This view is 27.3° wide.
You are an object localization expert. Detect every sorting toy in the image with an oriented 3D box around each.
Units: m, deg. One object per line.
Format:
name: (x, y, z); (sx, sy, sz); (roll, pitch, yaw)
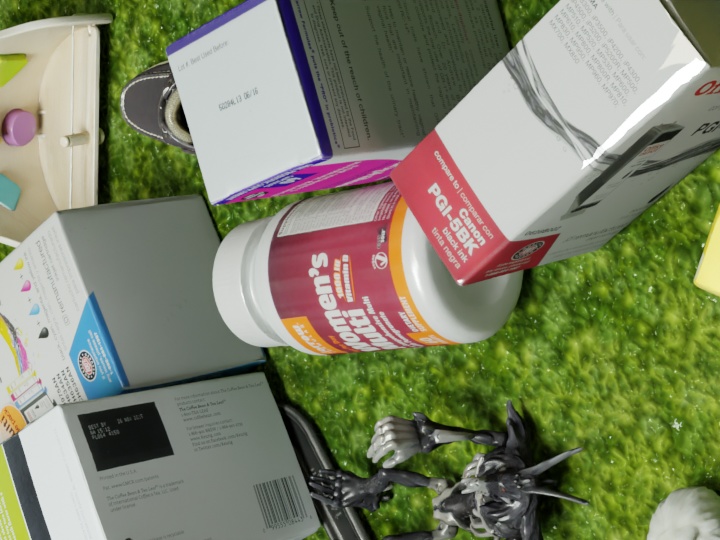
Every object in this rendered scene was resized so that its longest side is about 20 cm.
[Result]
sorting toy: (-0.299, -0.109, 1.191); (0.107, 0.180, 0.200); (15, 107, 40)

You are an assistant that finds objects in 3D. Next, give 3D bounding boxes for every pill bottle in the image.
pill bottle: (0.000, 0.000, 0.984); (0.200, 0.109, 0.110); (-8, 92, 43)

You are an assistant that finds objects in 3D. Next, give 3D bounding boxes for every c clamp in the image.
c clamp: (-0.067, 0.192, 1.145); (0.171, 0.027, 0.200); (-47, 65, 32)

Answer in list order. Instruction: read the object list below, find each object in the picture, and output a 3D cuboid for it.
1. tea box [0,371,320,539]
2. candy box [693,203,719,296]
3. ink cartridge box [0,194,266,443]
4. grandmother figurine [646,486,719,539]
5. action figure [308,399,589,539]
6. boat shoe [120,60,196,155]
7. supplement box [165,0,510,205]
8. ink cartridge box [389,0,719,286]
tea box: (-0.178, 0.180, 1.088); (0.197, 0.200, 0.134); (-32, 73, 38)
candy box: (0.232, -0.086, 0.757); (0.026, 0.102, 0.200); (28, 117, 30)
ink cartridge box: (-0.207, 0.053, 1.160); (0.200, 0.145, 0.147); (-34, 74, 41)
grandmother figurine: (0.216, 0.226, 0.868); (0.121, 0.061, 0.200); (-19, 81, 16)
action figure: (0.050, 0.155, 0.975); (0.200, 0.102, 0.119); (-25, 69, 44)
boat shoe: (-0.118, -0.121, 1.100); (0.200, 0.065, 0.072); (15, 108, 40)
supplement box: (-0.001, -0.110, 0.903); (0.101, 0.200, 0.104); (-19, 86, 44)
ink cartridge box: (0.136, -0.087, 0.815); (0.200, 0.147, 0.083); (-44, 70, 39)
